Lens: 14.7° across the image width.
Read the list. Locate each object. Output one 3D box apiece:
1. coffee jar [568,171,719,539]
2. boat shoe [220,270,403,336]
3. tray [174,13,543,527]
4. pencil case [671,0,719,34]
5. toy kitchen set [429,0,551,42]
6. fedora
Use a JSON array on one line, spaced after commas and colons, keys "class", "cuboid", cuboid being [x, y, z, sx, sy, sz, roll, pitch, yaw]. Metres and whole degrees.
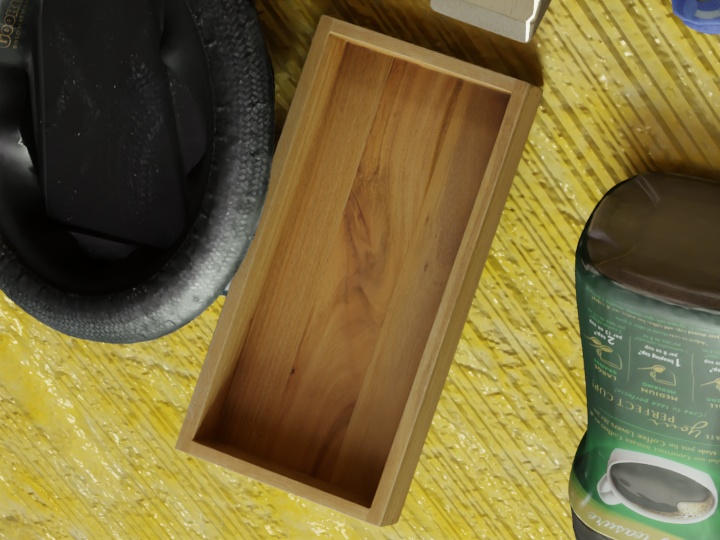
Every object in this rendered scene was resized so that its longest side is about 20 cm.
[{"class": "coffee jar", "cuboid": [0.146, 0.056, 1.237, 0.104, 0.085, 0.200, 16, 137, 17]}, {"class": "boat shoe", "cuboid": [-0.050, -0.010, 1.312, 0.200, 0.071, 0.091, 31, 171, 27]}, {"class": "tray", "cuboid": [0.000, 0.000, 1.213, 0.099, 0.200, 0.037, 20, -178, 16]}, {"class": "pencil case", "cuboid": [0.144, -0.175, 0.945, 0.078, 0.087, 0.200, 14, 109, 63]}, {"class": "toy kitchen set", "cuboid": [0.009, -0.224, 0.963, 0.200, 0.181, 0.163, 20, 138, 9]}, {"class": "fedora", "cuboid": [-0.095, -0.071, 1.229, 0.200, 0.092, 0.201, 5, 99, 31]}]
